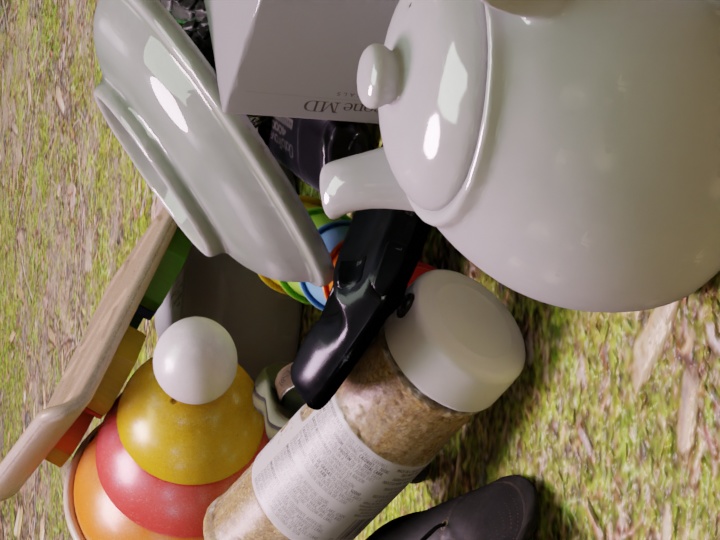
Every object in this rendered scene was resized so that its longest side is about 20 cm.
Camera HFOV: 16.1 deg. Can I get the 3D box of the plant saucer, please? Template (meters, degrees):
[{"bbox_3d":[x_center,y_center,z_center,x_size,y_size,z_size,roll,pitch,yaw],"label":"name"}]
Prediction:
[{"bbox_3d":[-0.089,-0.063,1.318,0.201,0.050,0.200,53,173,10],"label":"plant saucer"}]

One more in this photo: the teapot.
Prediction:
[{"bbox_3d":[0.071,-0.078,1.026,0.198,0.145,0.201,-123,40,-61],"label":"teapot"}]

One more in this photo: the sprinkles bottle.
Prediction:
[{"bbox_3d":[-0.001,0.085,1.261,0.200,0.068,0.069,-48,39,34],"label":"sprinkles bottle"}]

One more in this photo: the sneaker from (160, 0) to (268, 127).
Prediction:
[{"bbox_3d":[-0.059,-0.118,1.429,0.199,0.085,0.078,19,68,50],"label":"sneaker"}]

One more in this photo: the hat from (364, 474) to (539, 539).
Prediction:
[{"bbox_3d":[0.024,0.187,1.214,0.081,0.200,0.200,54,165,-10],"label":"hat"}]

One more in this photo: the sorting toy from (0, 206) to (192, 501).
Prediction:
[{"bbox_3d":[-0.154,0.044,1.565,0.201,0.036,0.185,-61,7,-28],"label":"sorting toy"}]

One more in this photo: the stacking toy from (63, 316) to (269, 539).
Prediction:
[{"bbox_3d":[-0.099,0.092,1.506,0.201,0.145,0.147,103,161,-51],"label":"stacking toy"}]

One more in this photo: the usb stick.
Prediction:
[{"bbox_3d":[-0.034,-0.085,1.546,0.200,0.032,0.056,-141,49,-68],"label":"usb stick"}]

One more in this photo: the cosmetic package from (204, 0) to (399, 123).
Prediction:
[{"bbox_3d":[0.003,-0.163,1.175,0.201,0.112,0.082,109,156,-47],"label":"cosmetic package"}]

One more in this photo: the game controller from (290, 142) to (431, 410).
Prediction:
[{"bbox_3d":[0.013,-0.016,1.249,0.200,0.042,0.105,-68,2,-54],"label":"game controller"}]

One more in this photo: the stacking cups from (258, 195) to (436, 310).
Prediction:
[{"bbox_3d":[0.000,0.000,1.405,0.200,0.060,0.061,-158,72,-66],"label":"stacking cups"}]

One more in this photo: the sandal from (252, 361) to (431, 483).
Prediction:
[{"bbox_3d":[-0.015,0.070,1.400,0.201,0.079,0.058,-144,72,-70],"label":"sandal"}]

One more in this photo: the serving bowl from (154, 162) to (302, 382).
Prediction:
[{"bbox_3d":[-0.095,0.011,1.671,0.200,0.065,0.202,-177,90,-73],"label":"serving bowl"}]
